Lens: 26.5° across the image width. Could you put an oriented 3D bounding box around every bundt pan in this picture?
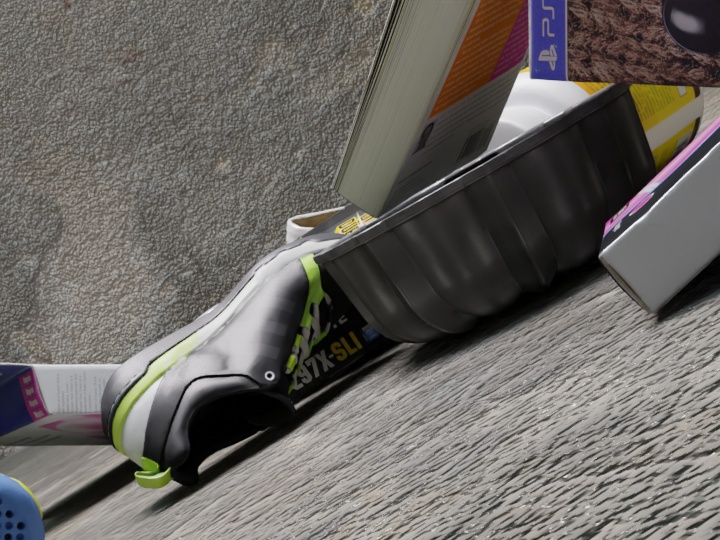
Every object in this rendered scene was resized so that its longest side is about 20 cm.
[{"bbox_3d":[0.078,-0.025,0.844,0.201,0.076,0.202,-30,3,2],"label":"bundt pan"}]

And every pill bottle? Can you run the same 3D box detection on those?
[{"bbox_3d":[0.146,-0.093,1.032,0.109,0.110,0.200,-27,3,42],"label":"pill bottle"}]

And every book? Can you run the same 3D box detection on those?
[{"bbox_3d":[0.064,-0.134,0.812,0.133,0.048,0.201,-32,-31,-52],"label":"book"}]

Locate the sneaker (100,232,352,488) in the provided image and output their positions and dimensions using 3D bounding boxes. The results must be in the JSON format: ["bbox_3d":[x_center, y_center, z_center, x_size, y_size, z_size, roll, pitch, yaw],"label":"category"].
[{"bbox_3d":[-0.056,0.058,0.878,0.200,0.083,0.072,-38,-37,-24],"label":"sneaker"}]

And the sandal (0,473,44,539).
[{"bbox_3d":[-0.222,0.163,0.667,0.200,0.080,0.087,-39,8,-14],"label":"sandal"}]

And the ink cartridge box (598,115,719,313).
[{"bbox_3d":[0.172,-0.068,0.577,0.200,0.037,0.095,-43,-1,13],"label":"ink cartridge box"}]

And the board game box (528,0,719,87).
[{"bbox_3d":[0.182,-0.168,0.683,0.198,0.161,0.097,5,19,26],"label":"board game box"}]

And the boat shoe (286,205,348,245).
[{"bbox_3d":[0.036,-0.040,1.206,0.198,0.070,0.071,-14,22,-8],"label":"boat shoe"}]

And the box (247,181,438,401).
[{"bbox_3d":[0.000,0.000,1.047,0.159,0.050,0.200,-35,15,5],"label":"box"}]

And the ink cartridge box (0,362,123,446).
[{"bbox_3d":[-0.217,0.103,1.138,0.198,0.044,0.196,1,-13,-28],"label":"ink cartridge box"}]

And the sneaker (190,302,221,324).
[{"bbox_3d":[-0.072,0.043,1.244,0.199,0.073,0.071,-29,-4,-5],"label":"sneaker"}]
